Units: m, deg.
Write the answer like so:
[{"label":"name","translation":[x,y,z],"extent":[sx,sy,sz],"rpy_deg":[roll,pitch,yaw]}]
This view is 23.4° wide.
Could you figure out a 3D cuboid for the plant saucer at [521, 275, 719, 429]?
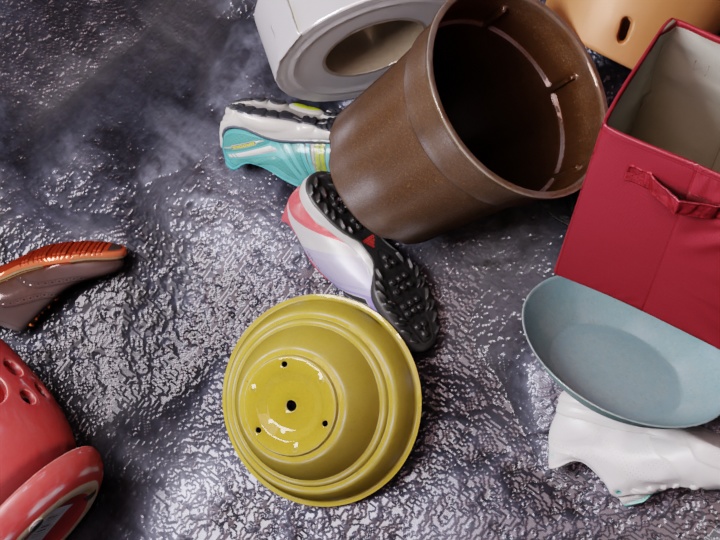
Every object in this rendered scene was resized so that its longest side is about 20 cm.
[{"label":"plant saucer","translation":[0.232,0.080,1.542],"extent":[0.201,0.201,0.039],"rpy_deg":[35,129,19]}]

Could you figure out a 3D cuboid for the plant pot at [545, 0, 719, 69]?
[{"label":"plant pot","translation":[0.257,-0.260,1.603],"extent":[0.200,0.200,0.140],"rpy_deg":[30,100,19]}]

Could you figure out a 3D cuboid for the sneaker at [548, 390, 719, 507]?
[{"label":"sneaker","translation":[0.264,0.175,1.548],"extent":[0.200,0.075,0.089],"rpy_deg":[17,95,21]}]

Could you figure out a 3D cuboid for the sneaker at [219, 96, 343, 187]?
[{"label":"sneaker","translation":[-0.039,-0.116,1.697],"extent":[0.200,0.078,0.080],"rpy_deg":[12,115,8]}]

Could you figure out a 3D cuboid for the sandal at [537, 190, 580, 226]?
[{"label":"sandal","translation":[0.242,-0.053,1.616],"extent":[0.200,0.048,0.075],"rpy_deg":[37,87,18]}]

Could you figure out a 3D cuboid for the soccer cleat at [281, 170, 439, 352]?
[{"label":"soccer cleat","translation":[0.000,0.000,1.659],"extent":[0.068,0.073,0.200],"rpy_deg":[-32,82,-42]}]

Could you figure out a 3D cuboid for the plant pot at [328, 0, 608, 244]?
[{"label":"plant pot","translation":[0.084,-0.126,1.565],"extent":[0.198,0.200,0.201],"rpy_deg":[-29,63,51]}]

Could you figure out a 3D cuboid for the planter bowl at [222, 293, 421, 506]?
[{"label":"planter bowl","translation":[-0.051,0.122,1.595],"extent":[0.200,0.083,0.201],"rpy_deg":[0,90,19]}]

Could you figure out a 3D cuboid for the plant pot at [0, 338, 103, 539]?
[{"label":"plant pot","translation":[-0.353,0.187,1.621],"extent":[0.182,0.200,0.200],"rpy_deg":[42,88,10]}]

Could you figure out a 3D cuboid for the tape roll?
[{"label":"tape roll","translation":[0.003,-0.239,1.642],"extent":[0.202,0.202,0.071],"rpy_deg":[-21,72,7]}]

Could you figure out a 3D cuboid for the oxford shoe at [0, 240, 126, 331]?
[{"label":"oxford shoe","translation":[-0.324,0.018,1.733],"extent":[0.200,0.071,0.073],"rpy_deg":[-13,101,7]}]

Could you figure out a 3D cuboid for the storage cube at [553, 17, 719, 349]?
[{"label":"storage cube","translation":[0.286,-0.072,1.476],"extent":[0.171,0.180,0.200],"rpy_deg":[25,47,12]}]
